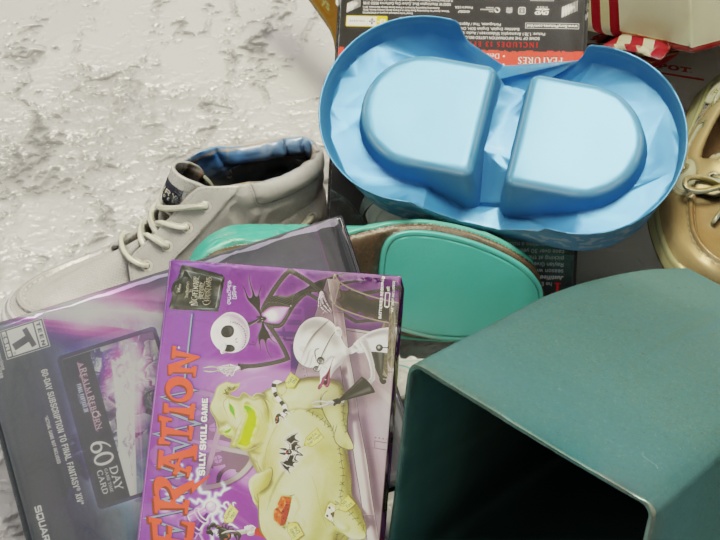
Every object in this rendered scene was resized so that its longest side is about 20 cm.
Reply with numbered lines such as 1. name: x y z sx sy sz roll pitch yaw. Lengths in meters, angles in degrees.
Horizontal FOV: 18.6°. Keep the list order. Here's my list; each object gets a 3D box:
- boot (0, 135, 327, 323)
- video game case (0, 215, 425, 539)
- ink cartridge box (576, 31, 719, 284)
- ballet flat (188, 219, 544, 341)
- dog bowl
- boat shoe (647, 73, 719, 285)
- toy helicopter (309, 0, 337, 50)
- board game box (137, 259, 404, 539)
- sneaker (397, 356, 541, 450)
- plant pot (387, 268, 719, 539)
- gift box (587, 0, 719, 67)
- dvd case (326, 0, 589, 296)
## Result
1. boot: -0.111 -0.021 1.243 0.199 0.096 0.074 -18 44 -21
2. video game case: -0.083 0.068 1.109 0.199 0.019 0.143 -18 75 -1
3. ink cartridge box: 0.155 -0.076 1.334 0.115 0.068 0.200 10 41 10
4. ballet flat: 0.000 0.000 1.193 0.199 0.068 0.070 1 15 -15
5. dog bowl: 0.077 -0.070 1.195 0.199 0.050 0.112 11 69 11
6. boat shoe: 0.209 -0.059 1.224 0.073 0.063 0.200 25 42 -8
7. toy helicopter: -0.003 -0.160 1.358 0.079 0.132 0.200 -22 59 -25
8. board game box: -0.045 0.097 1.076 0.119 0.032 0.201 2 75 8
9. sneaker: 0.009 0.066 1.164 0.199 0.071 0.080 -5 35 -5
10. plant pot: 0.135 0.090 1.089 0.141 0.142 0.200 30 42 30
11. gift box: 0.202 -0.219 1.303 0.184 0.188 0.200 -16 24 -27
12. dvd case: 0.054 -0.063 1.244 0.145 0.022 0.201 1 83 9
